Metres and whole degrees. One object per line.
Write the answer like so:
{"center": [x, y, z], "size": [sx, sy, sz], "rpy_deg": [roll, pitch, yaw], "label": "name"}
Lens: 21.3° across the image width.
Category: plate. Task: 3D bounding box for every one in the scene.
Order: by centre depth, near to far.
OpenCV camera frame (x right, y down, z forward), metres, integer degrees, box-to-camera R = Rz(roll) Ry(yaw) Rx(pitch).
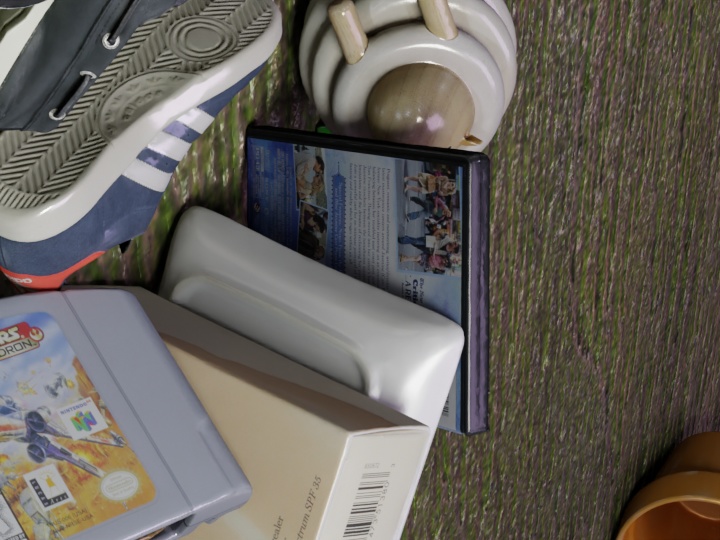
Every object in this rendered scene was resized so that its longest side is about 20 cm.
{"center": [-0.057, 0.089, 1.012], "size": [0.032, 0.199, 0.202], "rpy_deg": [2, 108, -54], "label": "plate"}

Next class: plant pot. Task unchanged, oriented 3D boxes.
{"center": [0.403, 0.287, 2.201], "size": [0.184, 0.198, 0.202], "rpy_deg": [-61, 160, -55], "label": "plant pot"}

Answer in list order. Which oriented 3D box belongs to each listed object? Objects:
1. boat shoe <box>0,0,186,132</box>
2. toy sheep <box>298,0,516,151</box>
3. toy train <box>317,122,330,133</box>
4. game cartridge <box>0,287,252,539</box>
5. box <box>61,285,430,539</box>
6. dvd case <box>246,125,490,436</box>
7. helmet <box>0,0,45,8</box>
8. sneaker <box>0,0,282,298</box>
{"center": [-0.101, -0.126, 0.790], "size": [0.066, 0.075, 0.200], "rpy_deg": [21, 121, -38], "label": "boat shoe"}
{"center": [0.026, -0.128, 1.087], "size": [0.201, 0.136, 0.139], "rpy_deg": [-91, -177, -53], "label": "toy sheep"}
{"center": [-0.002, -0.072, 1.191], "size": [0.200, 0.041, 0.057], "rpy_deg": [-38, 132, -50], "label": "toy train"}
{"center": [-0.157, 0.079, 0.844], "size": [0.199, 0.134, 0.042], "rpy_deg": [-20, 162, -40], "label": "game cartridge"}
{"center": [-0.074, 0.083, 0.955], "size": [0.077, 0.199, 0.096], "rpy_deg": [4, 106, -57], "label": "box"}
{"center": [0.000, 0.000, 1.033], "size": [0.017, 0.199, 0.144], "rpy_deg": [-7, 102, -37], "label": "dvd case"}
{"center": [-0.115, -0.199, 0.653], "size": [0.200, 0.189, 0.202], "rpy_deg": [46, 35, -46], "label": "helmet"}
{"center": [-0.111, -0.063, 0.931], "size": [0.200, 0.075, 0.085], "rpy_deg": [-44, 152, -32], "label": "sneaker"}
